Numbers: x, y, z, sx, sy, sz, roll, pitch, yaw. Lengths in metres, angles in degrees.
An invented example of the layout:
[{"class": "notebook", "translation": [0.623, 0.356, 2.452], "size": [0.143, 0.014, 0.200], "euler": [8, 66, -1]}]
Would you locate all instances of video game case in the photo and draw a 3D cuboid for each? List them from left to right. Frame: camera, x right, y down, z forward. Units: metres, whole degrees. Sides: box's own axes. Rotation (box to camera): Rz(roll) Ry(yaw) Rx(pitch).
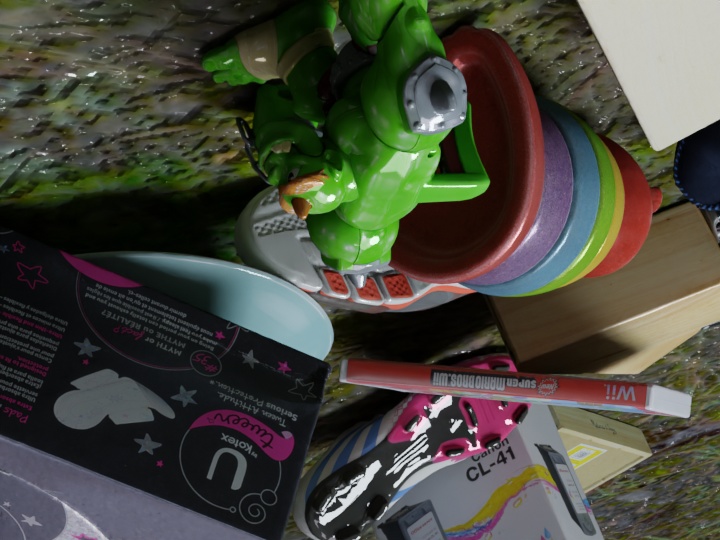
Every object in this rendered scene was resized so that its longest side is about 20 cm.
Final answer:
[{"class": "video game case", "translation": [0.102, 0.075, 1.181], "size": [0.199, 0.018, 0.143], "euler": [4, 175, 20]}]

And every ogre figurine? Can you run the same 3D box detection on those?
[{"class": "ogre figurine", "translation": [-0.003, -0.078, 0.789], "size": [0.098, 0.120, 0.200], "euler": [-1, 148, -40]}]

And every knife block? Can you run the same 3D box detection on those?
[{"class": "knife block", "translation": [0.202, -0.002, 1.208], "size": [0.199, 0.064, 0.175], "euler": [4, 144, -45]}]

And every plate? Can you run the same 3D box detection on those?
[{"class": "plate", "translation": [-0.114, 0.043, 0.979], "size": [0.199, 0.026, 0.200], "euler": [0, 154, 0]}]

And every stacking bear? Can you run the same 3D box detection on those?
[{"class": "stacking bear", "translation": [0.091, -0.041, 0.979], "size": [0.121, 0.114, 0.200], "euler": [-35, 158, 26]}]

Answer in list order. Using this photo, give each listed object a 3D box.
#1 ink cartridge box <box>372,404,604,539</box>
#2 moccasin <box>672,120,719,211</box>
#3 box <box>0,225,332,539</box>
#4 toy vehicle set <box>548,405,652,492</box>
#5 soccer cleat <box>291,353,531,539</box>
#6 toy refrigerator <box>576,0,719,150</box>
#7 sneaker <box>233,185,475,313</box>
[{"class": "ink cartridge box", "translation": [0.097, 0.204, 1.371], "size": [0.147, 0.201, 0.086], "euler": [-32, 154, 19]}, {"class": "moccasin", "translation": [0.220, -0.106, 0.988], "size": [0.068, 0.080, 0.200], "euler": [-44, 165, -48]}, {"class": "box", "translation": [-0.136, 0.085, 0.890], "size": [0.199, 0.115, 0.132], "euler": [23, 138, -6]}, {"class": "toy vehicle set", "translation": [0.155, 0.162, 1.552], "size": [0.124, 0.027, 0.200], "euler": [-33, 155, 20]}, {"class": "soccer cleat", "translation": [0.031, 0.117, 1.315], "size": [0.200, 0.070, 0.086], "euler": [-34, -160, -10]}, {"class": "toy refrigerator", "translation": [0.134, -0.135, 0.852], "size": [0.070, 0.076, 0.200], "euler": [-28, 155, 10]}, {"class": "sneaker", "translation": [0.000, 0.000, 1.018], "size": [0.199, 0.077, 0.082], "euler": [4, 152, -44]}]
